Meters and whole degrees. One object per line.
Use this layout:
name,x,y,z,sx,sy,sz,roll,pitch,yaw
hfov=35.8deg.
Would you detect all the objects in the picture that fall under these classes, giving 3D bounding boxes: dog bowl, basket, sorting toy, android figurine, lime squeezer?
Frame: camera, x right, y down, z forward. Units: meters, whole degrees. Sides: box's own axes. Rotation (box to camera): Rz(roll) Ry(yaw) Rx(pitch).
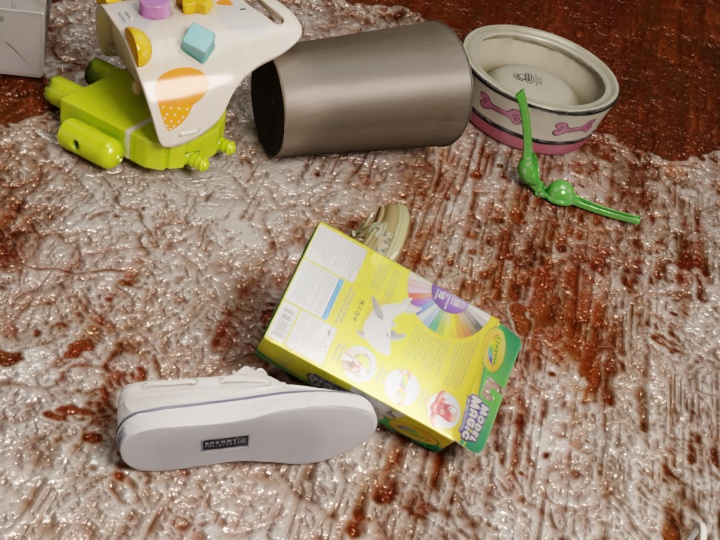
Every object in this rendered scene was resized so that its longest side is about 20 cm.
dog bowl,0.208,-0.217,1.350,0.197,0.075,0.202,10,39,-8
basket,-0.007,-0.189,1.188,0.197,0.138,0.180,-10,13,-22
sorting toy,-0.160,-0.242,1.124,0.178,0.108,0.200,-22,45,-18
android figurine,-0.221,-0.158,1.146,0.198,0.042,0.182,27,38,17
lime squeezer,0.220,-0.107,1.229,0.200,0.071,0.038,45,18,-11

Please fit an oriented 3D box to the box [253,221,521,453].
box,0.027,0.060,0.902,0.198,0.048,0.118,28,64,-4

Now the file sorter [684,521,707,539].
file sorter,0.284,0.277,0.722,0.197,0.126,0.139,21,38,6

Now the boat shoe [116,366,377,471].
boat shoe,-0.085,0.103,0.845,0.197,0.074,0.066,2,44,-20

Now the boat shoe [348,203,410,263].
boat shoe,0.000,0.000,1.004,0.062,0.074,0.201,19,38,0

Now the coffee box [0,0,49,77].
coffee box,-0.399,-0.302,1.228,0.111,0.081,0.201,4,39,-14
